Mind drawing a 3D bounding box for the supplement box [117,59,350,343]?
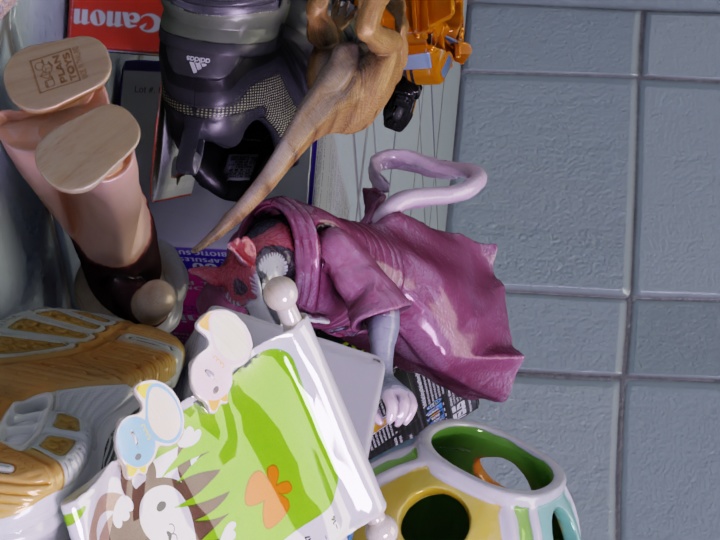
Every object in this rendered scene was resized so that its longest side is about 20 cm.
[{"bbox_3d":[-0.065,-0.024,1.523,0.200,0.101,0.103,75,19,-72],"label":"supplement box"}]

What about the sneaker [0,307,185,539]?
[{"bbox_3d":[-0.126,0.078,1.153,0.200,0.076,0.088,-50,151,-66],"label":"sneaker"}]

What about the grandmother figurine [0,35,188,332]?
[{"bbox_3d":[-0.111,-0.024,1.253,0.200,0.061,0.121,82,-6,-62],"label":"grandmother figurine"}]

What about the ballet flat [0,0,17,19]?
[{"bbox_3d":[-0.119,-0.166,1.065,0.068,0.067,0.200,74,20,-72],"label":"ballet flat"}]

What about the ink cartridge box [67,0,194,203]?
[{"bbox_3d":[-0.101,-0.134,1.360,0.109,0.050,0.200,-26,121,-83],"label":"ink cartridge box"}]

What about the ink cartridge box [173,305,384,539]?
[{"bbox_3d":[-0.069,0.128,1.266,0.200,0.084,0.146,128,-23,-56],"label":"ink cartridge box"}]

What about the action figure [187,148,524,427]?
[{"bbox_3d":[0.000,0.000,1.339,0.200,0.134,0.149,21,79,-55],"label":"action figure"}]

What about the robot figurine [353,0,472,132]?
[{"bbox_3d":[0.023,-0.149,1.502,0.200,0.058,0.145,44,42,-83],"label":"robot figurine"}]

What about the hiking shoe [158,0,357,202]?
[{"bbox_3d":[-0.053,-0.083,1.336,0.200,0.076,0.101,1,102,-74],"label":"hiking shoe"}]

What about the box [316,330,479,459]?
[{"bbox_3d":[-0.028,0.088,1.584,0.048,0.193,0.200,58,-4,16],"label":"box"}]

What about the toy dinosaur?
[{"bbox_3d":[-0.006,-0.081,1.257,0.200,0.060,0.106,-42,141,-64],"label":"toy dinosaur"}]

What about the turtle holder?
[{"bbox_3d":[0.023,0.140,1.307,0.185,0.141,0.132,4,115,-46],"label":"turtle holder"}]

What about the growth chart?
[{"bbox_3d":[-0.060,0.110,1.108,0.200,0.018,0.145,-50,126,-31],"label":"growth chart"}]

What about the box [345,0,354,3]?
[{"bbox_3d":[-0.045,-0.259,1.598,0.200,0.104,0.182,86,8,-46],"label":"box"}]
